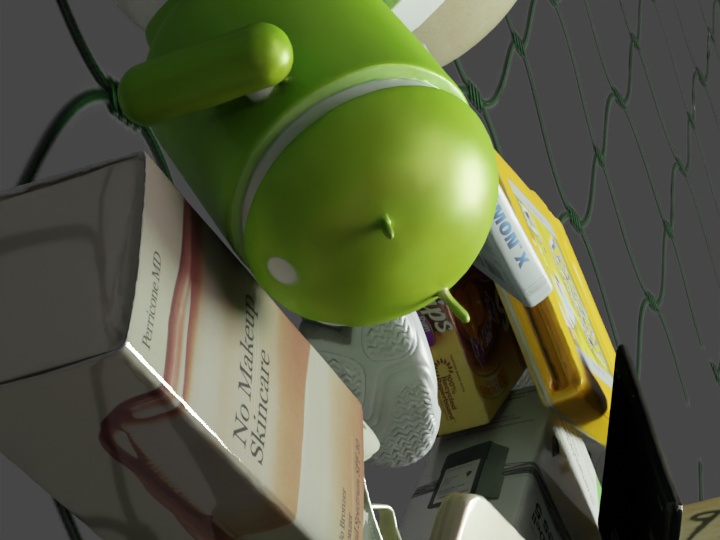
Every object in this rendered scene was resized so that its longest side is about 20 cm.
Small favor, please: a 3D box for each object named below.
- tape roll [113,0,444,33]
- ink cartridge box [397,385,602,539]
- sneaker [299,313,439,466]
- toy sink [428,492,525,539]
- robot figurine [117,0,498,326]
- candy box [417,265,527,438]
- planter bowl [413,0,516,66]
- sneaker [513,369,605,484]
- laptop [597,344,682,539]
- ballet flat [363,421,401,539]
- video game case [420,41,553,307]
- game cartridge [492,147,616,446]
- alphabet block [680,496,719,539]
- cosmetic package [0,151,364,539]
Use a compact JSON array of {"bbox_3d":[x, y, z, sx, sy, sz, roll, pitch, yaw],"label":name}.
[{"bbox_3d":[-0.039,-0.197,0.915,0.071,0.202,0.203,-19,93,-69],"label":"tape roll"},{"bbox_3d":[0.093,0.180,1.141,0.200,0.084,0.146,-60,131,-62],"label":"ink cartridge box"},{"bbox_3d":[0.000,0.000,1.024,0.200,0.075,0.114,66,25,-15],"label":"sneaker"},{"bbox_3d":[-0.002,0.201,0.789,0.130,0.112,0.200,49,51,-48],"label":"toy sink"},{"bbox_3d":[-0.018,-0.058,0.803,0.175,0.116,0.200,42,9,-50],"label":"robot figurine"},{"bbox_3d":[0.064,0.021,1.225,0.117,0.056,0.200,71,22,-8],"label":"candy box"},{"bbox_3d":[0.044,-0.231,1.244,0.200,0.135,0.200,50,32,-46],"label":"planter bowl"},{"bbox_3d":[0.171,0.129,1.387,0.114,0.075,0.200,-6,79,-66],"label":"sneaker"},{"bbox_3d":[0.207,0.172,1.085,0.187,0.116,0.200,-95,-173,-66],"label":"laptop"},{"bbox_3d":[-0.016,0.110,0.933,0.064,0.067,0.200,-17,97,-39],"label":"ballet flat"},{"bbox_3d":[0.020,-0.085,1.083,0.200,0.022,0.182,42,-13,54],"label":"video game case"},{"bbox_3d":[0.125,0.021,1.207,0.200,0.032,0.176,31,36,-64],"label":"game cartridge"},{"bbox_3d":[0.306,0.292,1.442,0.195,0.200,0.196,-56,127,-64],"label":"alphabet block"},{"bbox_3d":[-0.078,0.054,0.791,0.200,0.087,0.103,50,32,-47],"label":"cosmetic package"}]
